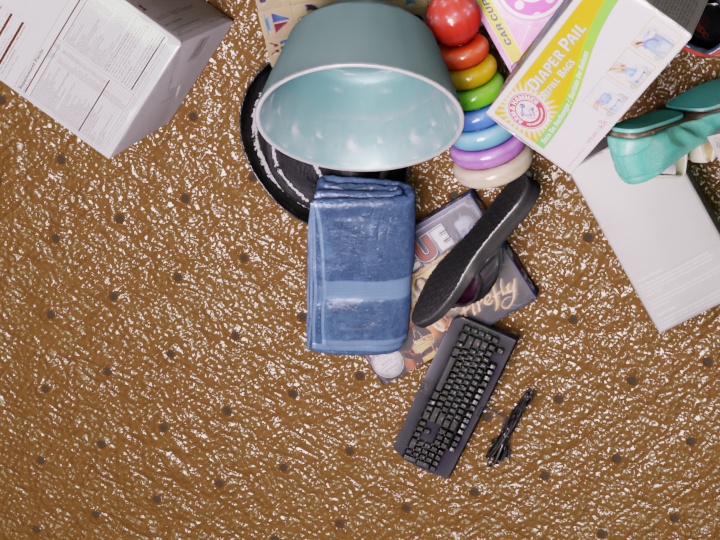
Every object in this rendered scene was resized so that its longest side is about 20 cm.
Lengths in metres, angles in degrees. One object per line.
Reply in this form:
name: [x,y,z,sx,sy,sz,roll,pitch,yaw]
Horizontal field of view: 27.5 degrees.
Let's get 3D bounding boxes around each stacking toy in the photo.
stacking toy: [0.109,-0.185,1.472,0.085,0.085,0.201,-12,120,15]

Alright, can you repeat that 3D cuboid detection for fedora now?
fedora: [-0.045,-0.131,1.541,0.200,0.092,0.202,3,107,10]

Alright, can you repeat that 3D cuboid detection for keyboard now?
keyboard: [0.124,0.149,1.610,0.127,0.021,0.201,20,120,-5]

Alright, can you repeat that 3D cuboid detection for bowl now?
bowl: [0.001,-0.187,1.413,0.200,0.201,0.105,-3,66,13]

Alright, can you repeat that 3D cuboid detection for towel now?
towel: [0.000,0.000,1.529,0.111,0.049,0.201,2,121,-1]

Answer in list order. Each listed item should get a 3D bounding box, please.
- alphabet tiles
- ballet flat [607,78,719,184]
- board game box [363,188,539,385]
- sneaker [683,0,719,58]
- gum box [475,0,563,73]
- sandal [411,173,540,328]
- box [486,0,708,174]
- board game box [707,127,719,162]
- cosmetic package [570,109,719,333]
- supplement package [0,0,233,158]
alphabet tiles: [-0.001,-0.262,1.447,0.199,0.006,0.167,-12,131,2]
ballet flat: [0.310,-0.130,1.414,0.067,0.200,0.071,19,124,47]
board game box: [0.073,0.019,1.592,0.200,0.035,0.136,-31,98,18]
sneaker: [0.294,-0.285,1.430,0.200,0.085,0.075,43,110,-2]
gum box: [0.164,-0.295,1.463,0.113,0.066,0.200,-28,99,17]
sandal: [0.126,-0.009,1.520,0.048,0.075,0.201,33,111,-18]
box: [0.219,-0.203,1.349,0.101,0.113,0.200,35,136,-3]
board game box: [0.442,-0.120,1.415,0.200,0.034,0.135,-32,100,-20]
cosmetic package: [0.303,-0.051,1.499,0.107,0.090,0.201,-26,96,17]
supplement package: [-0.270,-0.246,1.502,0.200,0.191,0.147,36,109,-1]
